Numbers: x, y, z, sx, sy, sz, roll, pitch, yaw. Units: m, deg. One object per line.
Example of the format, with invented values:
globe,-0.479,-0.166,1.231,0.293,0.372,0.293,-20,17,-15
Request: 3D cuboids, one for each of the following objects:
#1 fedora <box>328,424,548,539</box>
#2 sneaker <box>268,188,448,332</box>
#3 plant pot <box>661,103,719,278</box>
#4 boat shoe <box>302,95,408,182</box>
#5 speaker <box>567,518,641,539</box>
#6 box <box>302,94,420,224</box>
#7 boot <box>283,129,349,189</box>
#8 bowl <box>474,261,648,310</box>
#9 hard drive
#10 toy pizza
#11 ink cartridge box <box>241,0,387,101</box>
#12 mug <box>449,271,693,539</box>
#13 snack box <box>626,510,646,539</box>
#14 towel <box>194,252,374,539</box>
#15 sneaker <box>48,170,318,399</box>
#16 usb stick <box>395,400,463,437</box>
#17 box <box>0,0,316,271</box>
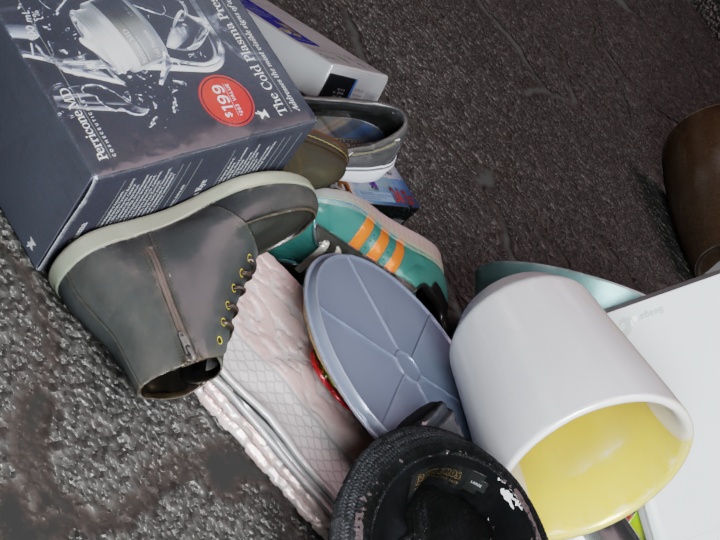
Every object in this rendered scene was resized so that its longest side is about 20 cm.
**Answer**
fedora,0.034,0.197,1.105,0.199,0.091,0.202,25,48,-30
sneaker,0.000,0.000,1.379,0.199,0.071,0.081,21,41,-41
plant pot,0.457,-0.068,2.205,0.187,0.186,0.201,39,40,-25
boat shoe,-0.053,-0.105,1.359,0.198,0.066,0.071,4,55,-26
speaker,0.160,0.197,1.369,0.201,0.081,0.081,57,24,13
box,-0.043,-0.099,1.486,0.137,0.038,0.199,58,24,17
boot,-0.085,-0.047,1.271,0.198,0.075,0.098,-2,62,-33
bowl,0.174,0.077,1.475,0.200,0.200,0.106,28,75,-41
hard drive,0.258,0.113,1.384,0.026,0.131,0.202,175,-103,-75
toy pizza,0.023,0.076,1.280,0.200,0.032,0.201,42,25,-25
ink cartridge box,-0.079,-0.199,1.518,0.199,0.039,0.099,36,17,25
mug,0.133,0.096,1.282,0.148,0.188,0.154,-13,49,-15
snack box,0.286,0.193,1.471,0.053,0.143,0.200,28,-17,50
towel,-0.036,0.085,1.238,0.200,0.032,0.191,49,23,-7
sneaker,-0.090,0.012,1.137,0.199,0.075,0.107,-23,69,-36
usb stick,0.075,0.186,1.202,0.055,0.032,0.202,-33,106,-43
box,-0.162,-0.126,1.156,0.181,0.104,0.201,-20,70,-41
